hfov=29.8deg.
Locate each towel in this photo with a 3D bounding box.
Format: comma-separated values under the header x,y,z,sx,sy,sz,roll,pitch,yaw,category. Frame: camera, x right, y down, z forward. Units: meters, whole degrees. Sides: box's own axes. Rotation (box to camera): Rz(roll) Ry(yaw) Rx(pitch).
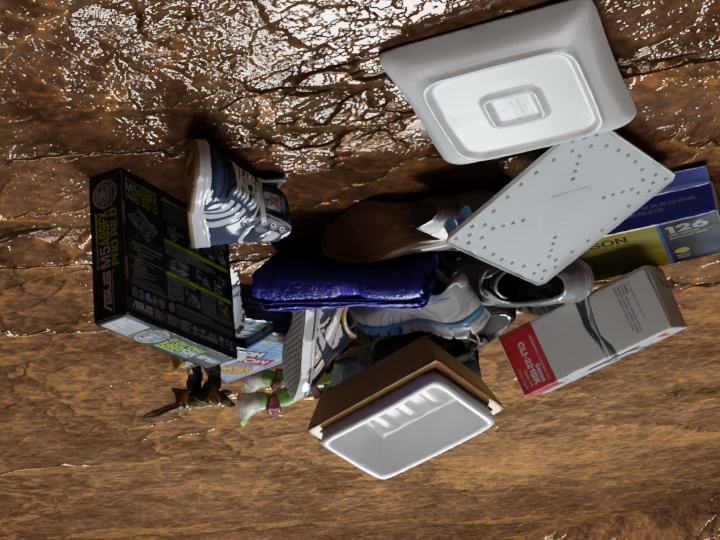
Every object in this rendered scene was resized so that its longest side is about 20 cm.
x,y,z,sx,sy,sz,roll,pitch,yaw,category
-0.014,0.013,1.542,0.199,0.050,0.148,1,-168,11,towel

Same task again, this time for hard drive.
x,y,z,sx,sy,sz,roll,pitch,yaw,category
0.060,0.125,1.814,0.199,0.038,0.140,-15,-160,9,hard drive

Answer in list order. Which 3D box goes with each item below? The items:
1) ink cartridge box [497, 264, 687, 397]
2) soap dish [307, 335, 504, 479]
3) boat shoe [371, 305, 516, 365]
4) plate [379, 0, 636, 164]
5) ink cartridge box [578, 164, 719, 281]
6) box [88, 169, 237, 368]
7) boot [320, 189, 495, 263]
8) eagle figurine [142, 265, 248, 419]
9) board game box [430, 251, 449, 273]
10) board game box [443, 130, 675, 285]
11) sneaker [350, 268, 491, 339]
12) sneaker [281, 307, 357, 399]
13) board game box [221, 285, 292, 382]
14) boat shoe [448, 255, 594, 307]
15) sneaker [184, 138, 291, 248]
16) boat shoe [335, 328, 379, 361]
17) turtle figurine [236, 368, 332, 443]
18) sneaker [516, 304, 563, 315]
x,y,z,sx,sy,sz,roll,pitch,yaw,category
0.288,0.074,1.656,0.199,0.084,0.144,-28,169,18,ink cartridge box
0.056,0.172,1.696,0.199,0.082,0.157,-31,137,23,soap dish
0.107,0.094,1.710,0.199,0.057,0.067,-20,137,19,boat shoe
0.141,-0.161,1.252,0.199,0.033,0.200,-12,152,19,plate
0.327,-0.049,1.600,0.197,0.047,0.200,-12,160,18,ink cartridge box
-0.206,0.003,1.430,0.044,0.161,0.200,-17,157,23,box
0.074,-0.043,1.524,0.199,0.071,0.146,-14,167,39,boot
-0.211,0.074,1.631,0.151,0.201,0.151,-20,-165,-20,eagle figurine
0.000,0.000,1.667,0.199,0.024,0.105,-14,155,18,board game box
0.212,-0.074,1.441,0.200,0.026,0.200,-41,145,22,board game box
0.065,0.030,1.655,0.199,0.087,0.075,-3,-151,39,sneaker
-0.048,0.086,1.680,0.079,0.079,0.201,-8,141,-20,sneaker
-0.169,0.087,1.787,0.199,0.062,0.200,10,152,-36,board game box
0.178,0.015,1.613,0.199,0.072,0.068,9,-169,40,boat shoe
-0.122,-0.079,1.368,0.108,0.071,0.200,-3,161,-7,sneaker
-0.013,0.081,1.796,0.199,0.074,0.063,-22,156,37,boat shoe
-0.073,0.196,1.979,0.193,0.145,0.200,-5,155,8,turtle figurine
0.176,0.029,1.737,0.081,0.075,0.200,32,144,-26,sneaker
